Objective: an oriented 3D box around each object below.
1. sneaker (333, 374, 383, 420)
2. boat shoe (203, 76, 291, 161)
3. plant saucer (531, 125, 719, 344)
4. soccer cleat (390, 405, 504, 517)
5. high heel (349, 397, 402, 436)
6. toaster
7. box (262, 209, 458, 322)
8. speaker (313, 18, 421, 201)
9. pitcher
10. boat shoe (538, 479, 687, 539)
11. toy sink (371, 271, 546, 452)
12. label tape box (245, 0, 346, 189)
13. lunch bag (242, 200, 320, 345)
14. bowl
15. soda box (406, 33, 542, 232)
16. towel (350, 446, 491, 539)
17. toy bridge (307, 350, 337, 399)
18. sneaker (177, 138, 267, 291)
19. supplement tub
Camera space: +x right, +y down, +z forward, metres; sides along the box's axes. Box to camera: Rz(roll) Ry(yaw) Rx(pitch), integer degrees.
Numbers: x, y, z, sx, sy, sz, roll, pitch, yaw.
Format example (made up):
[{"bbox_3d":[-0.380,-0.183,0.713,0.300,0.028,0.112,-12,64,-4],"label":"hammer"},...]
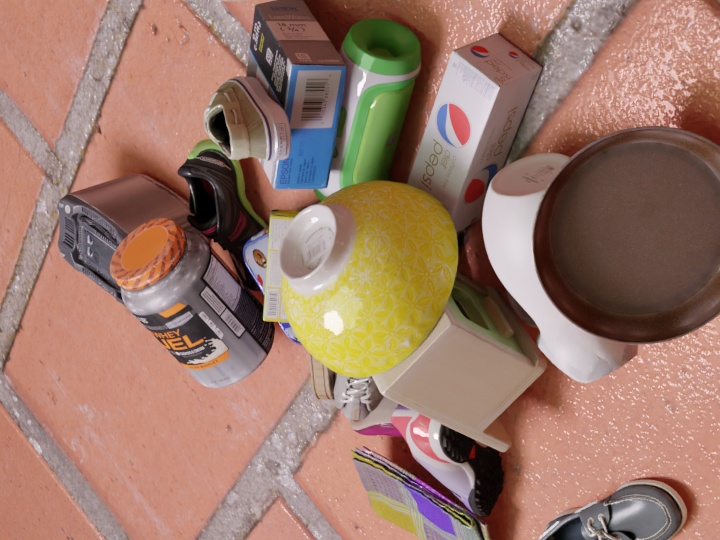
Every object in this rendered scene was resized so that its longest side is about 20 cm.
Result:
[{"bbox_3d":[0.004,0.117,1.605,0.075,0.092,0.200,10,168,6],"label":"sneaker"},{"bbox_3d":[-0.124,-0.153,1.456,0.200,0.062,0.072,-143,52,-66],"label":"boat shoe"},{"bbox_3d":[0.248,-0.033,1.281,0.200,0.032,0.201,0,111,0],"label":"plant saucer"},{"bbox_3d":[0.099,0.203,1.588,0.073,0.068,0.200,10,152,32],"label":"soccer cleat"},{"bbox_3d":[0.060,0.175,1.678,0.096,0.068,0.200,31,162,-16],"label":"high heel"},{"bbox_3d":[-0.282,-0.040,1.848,0.200,0.129,0.114,32,134,31],"label":"toaster"},{"bbox_3d":[0.000,0.000,1.545,0.199,0.048,0.118,5,101,-2],"label":"box"},{"bbox_3d":[0.004,-0.156,1.504,0.088,0.088,0.200,39,137,24],"label":"speaker"},{"bbox_3d":[0.175,-0.012,1.399,0.171,0.121,0.200,26,143,55],"label":"pitcher"},{"bbox_3d":[0.255,0.272,1.513,0.200,0.062,0.073,-31,89,51],"label":"boat shoe"},{"bbox_3d":[0.100,0.078,1.474,0.112,0.200,0.130,-46,41,17],"label":"toy sink"},{"bbox_3d":[-0.081,-0.196,1.515,0.200,0.063,0.145,-119,33,-49],"label":"label tape box"},{"bbox_3d":[-0.037,0.004,1.658,0.200,0.075,0.161,-19,100,52],"label":"lunch bag"},{"bbox_3d":[-0.015,-0.008,1.407,0.200,0.108,0.201,-25,52,37],"label":"bowl"},{"bbox_3d":[0.105,-0.128,1.427,0.064,0.068,0.200,42,137,23],"label":"soda box"},{"bbox_3d":[0.076,0.290,1.714,0.200,0.023,0.144,28,150,34],"label":"towel"},{"bbox_3d":[-0.041,0.110,1.656,0.027,0.067,0.200,1,162,6],"label":"toy bridge"},{"bbox_3d":[-0.164,-0.057,1.740,0.077,0.084,0.200,-1,121,46],"label":"sneaker"},{"bbox_3d":[-0.200,0.037,1.732,0.122,0.123,0.200,6,145,45],"label":"supplement tub"}]
